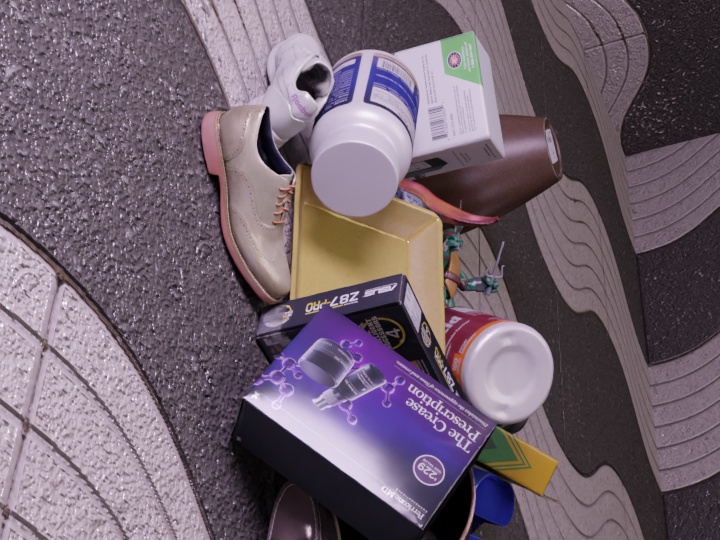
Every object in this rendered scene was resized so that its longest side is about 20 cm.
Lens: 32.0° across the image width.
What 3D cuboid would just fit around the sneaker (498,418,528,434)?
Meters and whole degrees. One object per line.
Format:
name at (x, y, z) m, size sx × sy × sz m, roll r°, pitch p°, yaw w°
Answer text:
sneaker at (0.143, 0.124, 1.618) m, size 0.079 × 0.076 × 0.200 m, roll 14°, pitch 29°, yaw -42°

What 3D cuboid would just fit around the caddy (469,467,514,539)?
caddy at (0.109, 0.305, 1.538) m, size 0.200 × 0.104 × 0.143 m, roll 39°, pitch 66°, yaw -59°

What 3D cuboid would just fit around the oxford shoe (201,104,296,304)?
oxford shoe at (-0.097, -0.066, 1.242) m, size 0.071 × 0.073 × 0.202 m, roll -43°, pitch 118°, yaw -67°

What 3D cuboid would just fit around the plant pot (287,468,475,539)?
plant pot at (0.032, 0.267, 1.284) m, size 0.201 × 0.185 × 0.188 m, roll 74°, pitch 14°, yaw -58°

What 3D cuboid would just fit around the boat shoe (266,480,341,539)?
boat shoe at (-0.061, 0.284, 1.141) m, size 0.060 × 0.071 × 0.202 m, roll 47°, pitch 41°, yaw -59°

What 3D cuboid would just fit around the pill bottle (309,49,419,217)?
pill bottle at (0.004, -0.152, 1.391) m, size 0.201 × 0.115 × 0.116 m, roll -79°, pitch 149°, yaw -54°

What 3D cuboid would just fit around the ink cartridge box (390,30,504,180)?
ink cartridge box at (0.070, -0.198, 1.589) m, size 0.084 × 0.198 × 0.147 m, roll 34°, pitch 47°, yaw -65°

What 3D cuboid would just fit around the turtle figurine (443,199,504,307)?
turtle figurine at (0.133, 0.012, 1.777) m, size 0.149 × 0.100 × 0.202 m, roll 25°, pitch 70°, yaw -47°

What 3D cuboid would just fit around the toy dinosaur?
toy dinosaur at (0.037, -0.099, 1.522) m, size 0.183 × 0.199 × 0.105 m, roll 63°, pitch -4°, yaw -17°

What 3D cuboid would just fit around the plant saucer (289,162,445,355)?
plant saucer at (0.000, 0.000, 1.402) m, size 0.199 × 0.048 × 0.202 m, roll 19°, pitch 54°, yaw -26°

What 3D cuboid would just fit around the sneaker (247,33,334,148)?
sneaker at (-0.059, -0.208, 1.385) m, size 0.075 × 0.099 × 0.201 m, roll 47°, pitch 32°, yaw -24°

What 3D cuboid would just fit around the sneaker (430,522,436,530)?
sneaker at (0.050, 0.207, 1.405) m, size 0.076 × 0.080 × 0.201 m, roll -34°, pitch 95°, yaw -29°

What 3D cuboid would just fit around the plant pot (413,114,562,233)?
plant pot at (0.196, -0.159, 1.886) m, size 0.187 × 0.198 × 0.189 m, roll -14°, pitch 90°, yaw -69°

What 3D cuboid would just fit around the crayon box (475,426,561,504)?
crayon box at (0.156, 0.219, 1.564) m, size 0.199 × 0.127 × 0.051 m, roll 32°, pitch 81°, yaw -26°

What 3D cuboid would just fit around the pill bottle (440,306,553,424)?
pill bottle at (0.125, 0.103, 1.450) m, size 0.200 × 0.113 × 0.115 m, roll 14°, pitch -56°, yaw 66°

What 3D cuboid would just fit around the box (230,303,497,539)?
box at (0.003, 0.147, 1.154) m, size 0.141 × 0.199 × 0.079 m, roll -49°, pitch 167°, yaw -35°

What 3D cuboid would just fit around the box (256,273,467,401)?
box at (0.006, 0.103, 1.293) m, size 0.049 × 0.160 × 0.201 m, roll -78°, pitch 150°, yaw -47°
